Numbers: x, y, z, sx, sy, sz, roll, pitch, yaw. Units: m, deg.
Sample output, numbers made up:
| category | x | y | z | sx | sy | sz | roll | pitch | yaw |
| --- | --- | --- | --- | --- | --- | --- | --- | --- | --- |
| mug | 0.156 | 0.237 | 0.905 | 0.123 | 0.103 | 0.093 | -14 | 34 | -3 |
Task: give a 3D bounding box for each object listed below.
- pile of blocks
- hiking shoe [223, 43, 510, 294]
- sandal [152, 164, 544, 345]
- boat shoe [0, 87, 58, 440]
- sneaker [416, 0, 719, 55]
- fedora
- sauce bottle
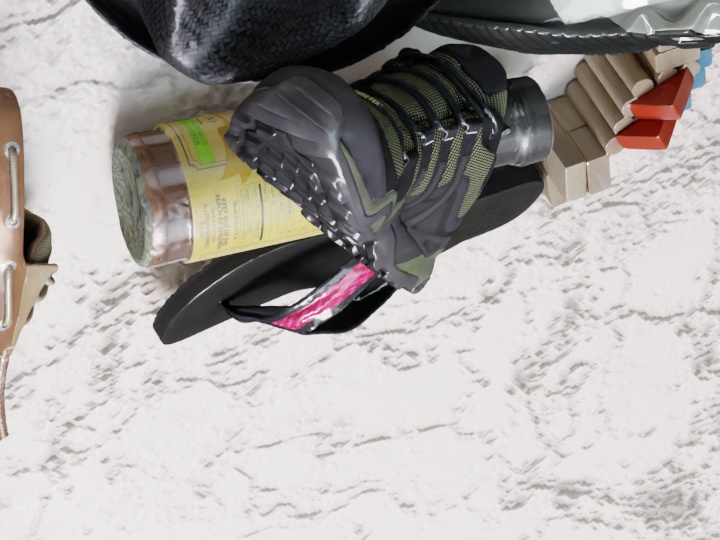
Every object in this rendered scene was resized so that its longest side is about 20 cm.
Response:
| category | x | y | z | sx | sy | sz | roll | pitch | yaw |
| --- | --- | --- | --- | --- | --- | --- | --- | --- | --- |
| pile of blocks | 0.152 | -0.099 | 1.258 | 0.082 | 0.062 | 0.200 | 10 | 125 | -34 |
| hiking shoe | 0.010 | -0.061 | 1.109 | 0.101 | 0.076 | 0.200 | -53 | 164 | -3 |
| sandal | 0.000 | 0.000 | 1.268 | 0.200 | 0.045 | 0.075 | -18 | 165 | -14 |
| boat shoe | -0.166 | 0.002 | 1.179 | 0.072 | 0.076 | 0.200 | -17 | 138 | -16 |
| sneaker | 0.116 | -0.141 | 1.184 | 0.200 | 0.089 | 0.074 | -2 | 178 | 14 |
| fedora | -0.034 | -0.142 | 1.058 | 0.201 | 0.092 | 0.201 | 0 | 125 | 0 |
| sauce bottle | -0.011 | -0.050 | 1.219 | 0.200 | 0.065 | 0.065 | -13 | 135 | -19 |
